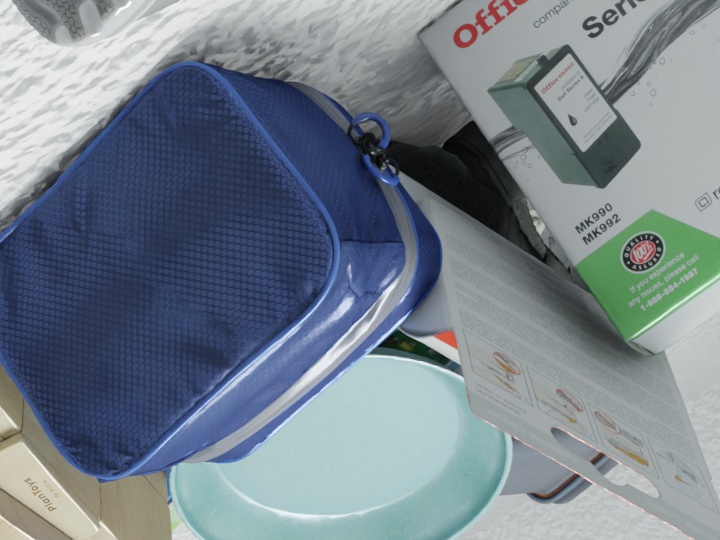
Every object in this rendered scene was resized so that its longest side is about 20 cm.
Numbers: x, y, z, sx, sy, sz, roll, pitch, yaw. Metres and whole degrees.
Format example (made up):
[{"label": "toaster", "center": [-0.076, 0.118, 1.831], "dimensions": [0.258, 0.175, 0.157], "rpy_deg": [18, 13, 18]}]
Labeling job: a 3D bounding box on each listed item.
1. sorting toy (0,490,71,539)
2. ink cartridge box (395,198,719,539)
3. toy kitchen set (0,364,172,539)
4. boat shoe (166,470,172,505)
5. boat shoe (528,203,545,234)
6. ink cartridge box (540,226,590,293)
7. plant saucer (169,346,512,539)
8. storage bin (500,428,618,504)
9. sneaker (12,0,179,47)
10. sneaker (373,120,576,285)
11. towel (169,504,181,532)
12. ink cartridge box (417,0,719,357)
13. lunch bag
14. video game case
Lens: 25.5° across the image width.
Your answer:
[{"label": "sorting toy", "center": [-0.263, 0.161, 0.737], "dimensions": [0.200, 0.070, 0.199], "rpy_deg": [-36, 123, 16]}, {"label": "ink cartridge box", "center": [0.092, 0.060, 0.775], "dimensions": [0.057, 0.162, 0.200], "rpy_deg": [-50, -159, 26]}, {"label": "toy kitchen set", "center": [-0.223, 0.095, 0.850], "dimensions": [0.163, 0.181, 0.200], "rpy_deg": [-26, 126, 8]}, {"label": "boat shoe", "center": [-0.128, 0.119, 1.064], "dimensions": [0.200, 0.084, 0.069], "rpy_deg": [-29, -175, 25]}, {"label": "boat shoe", "center": [0.117, -0.023, 1.165], "dimensions": [0.200, 0.066, 0.072], "rpy_deg": [-31, 164, -7]}, {"label": "ink cartridge box", "center": [0.157, -0.059, 1.006], "dimensions": [0.043, 0.174, 0.200], "rpy_deg": [-1, 156, -11]}, {"label": "plant saucer", "center": [-0.012, 0.107, 0.932], "dimensions": [0.200, 0.036, 0.200], "rpy_deg": [-5, 133, -5]}, {"label": "storage bin", "center": [0.091, 0.091, 1.250], "dimensions": [0.134, 0.200, 0.146], "rpy_deg": [-4, 148, -40]}, {"label": "sneaker", "center": [-0.035, -0.154, 0.512], "dimensions": [0.200, 0.075, 0.082], "rpy_deg": [-35, 180, 28]}, {"label": "sneaker", "center": [0.060, -0.008, 0.947], "dimensions": [0.104, 0.200, 0.060], "rpy_deg": [-41, -148, -24]}, {"label": "towel", "center": [-0.185, 0.205, 1.311], "dimensions": [0.149, 0.031, 0.200], "rpy_deg": [-41, 163, 26]}, {"label": "ink cartridge box", "center": [0.145, -0.080, 0.814], "dimensions": [0.146, 0.200, 0.084], "rpy_deg": [-37, 161, 12]}, {"label": "lunch bag", "center": [-0.062, -0.003, 0.748], "dimensions": [0.200, 0.136, 0.132], "rpy_deg": [-40, 163, 18]}, {"label": "video game case", "center": [-0.021, 0.016, 0.887], "dimensions": [0.200, 0.024, 0.182], "rpy_deg": [30, 122, -31]}]
